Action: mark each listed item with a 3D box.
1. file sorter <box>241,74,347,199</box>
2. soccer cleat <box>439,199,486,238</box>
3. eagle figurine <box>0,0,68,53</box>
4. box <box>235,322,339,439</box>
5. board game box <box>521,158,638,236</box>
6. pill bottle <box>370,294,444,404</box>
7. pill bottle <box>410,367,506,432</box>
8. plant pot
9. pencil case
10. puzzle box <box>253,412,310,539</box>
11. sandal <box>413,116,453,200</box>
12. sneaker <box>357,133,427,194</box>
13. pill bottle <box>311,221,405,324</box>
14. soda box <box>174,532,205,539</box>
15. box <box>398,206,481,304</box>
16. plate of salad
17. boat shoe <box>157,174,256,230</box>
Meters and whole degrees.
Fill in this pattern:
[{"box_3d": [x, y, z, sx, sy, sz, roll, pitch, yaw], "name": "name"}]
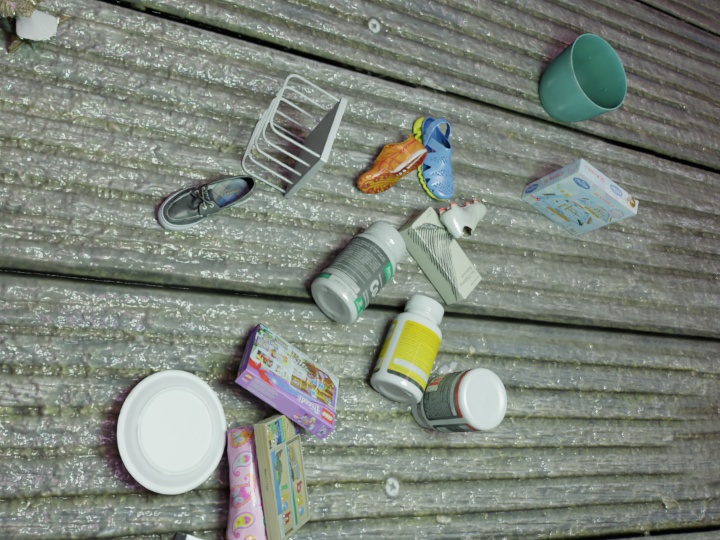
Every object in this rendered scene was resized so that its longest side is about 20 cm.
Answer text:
[{"box_3d": [-0.134, -0.256, 1.383, 0.123, 0.199, 0.141, 26, 66, -17], "name": "file sorter"}, {"box_3d": [0.234, -0.110, 1.611, 0.199, 0.069, 0.079, -13, 76, -59], "name": "soccer cleat"}, {"box_3d": [-0.593, -0.470, 1.194, 0.147, 0.203, 0.154, -11, 41, 5], "name": "eagle figurine"}, {"box_3d": [-0.129, 0.201, 1.321, 0.199, 0.039, 0.138, 38, 26, -17], "name": "box"}, {"box_3d": [0.530, -0.172, 1.753, 0.198, 0.198, 0.042, 30, 64, -21], "name": "board game box"}, {"box_3d": [0.102, 0.157, 1.467, 0.110, 0.111, 0.203, 32, 64, -19], "name": "pill bottle"}, {"box_3d": [0.189, 0.262, 1.440, 0.114, 0.199, 0.119, 7, 74, -28], "name": "pill bottle"}, {"box_3d": [0.561, -0.479, 1.871, 0.197, 0.160, 0.206, 8, 74, -28], "name": "plant pot"}, {"box_3d": [-0.192, 0.372, 1.255, 0.086, 0.087, 0.205, 8, 72, -28], "name": "pencil case"}, {"box_3d": [-0.135, 0.357, 1.269, 0.133, 0.025, 0.205, -3, 85, -71], "name": "puzzle box"}, {"box_3d": [0.174, -0.260, 1.632, 0.078, 0.087, 0.205, -9, 84, -33], "name": "sandal"}, {"box_3d": [0.059, -0.230, 1.577, 0.199, 0.074, 0.077, -35, 70, -33], "name": "sneaker"}, {"box_3d": [0.000, 0.000, 1.445, 0.113, 0.113, 0.200, 48, 60, -11], "name": "pill bottle"}, {"box_3d": [-0.225, 0.505, 1.213, 0.198, 0.063, 0.070, 29, 64, -21], "name": "soda box"}, {"box_3d": [0.173, -0.032, 1.582, 0.201, 0.068, 0.082, 52, 58, -9], "name": "box"}, {"box_3d": [-0.320, 0.273, 1.226, 0.197, 0.048, 0.205, 15, 67, -37], "name": "plate of salad"}, {"box_3d": [-0.279, -0.132, 1.340, 0.197, 0.066, 0.071, -21, 88, -33], "name": "boat shoe"}]
